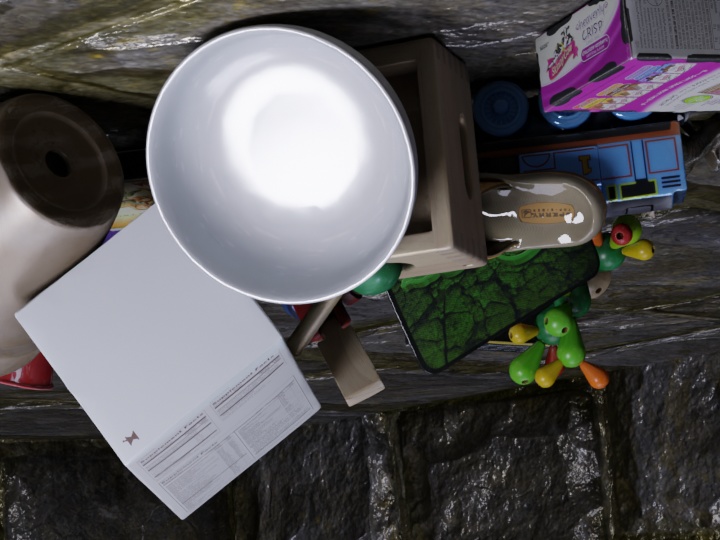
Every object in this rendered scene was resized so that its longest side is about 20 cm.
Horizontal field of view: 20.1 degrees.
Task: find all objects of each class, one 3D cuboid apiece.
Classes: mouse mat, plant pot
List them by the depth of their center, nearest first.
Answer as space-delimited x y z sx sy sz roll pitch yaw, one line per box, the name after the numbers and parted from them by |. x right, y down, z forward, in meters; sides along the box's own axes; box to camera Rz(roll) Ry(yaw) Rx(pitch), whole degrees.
-0.274 -0.041 1.562 0.199 0.202 0.173 4 151 -44 | plant pot
0.099 -0.027 1.688 0.199 0.162 0.008 -30 -168 -25 | mouse mat

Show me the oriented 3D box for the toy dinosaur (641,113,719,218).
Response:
0.232 -0.103 1.743 0.198 0.078 0.102 5 -151 24 | toy dinosaur

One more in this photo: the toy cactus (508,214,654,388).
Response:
0.209 0.019 1.859 0.102 0.201 0.165 25 -152 7 | toy cactus

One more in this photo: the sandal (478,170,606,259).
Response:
0.092 -0.036 1.593 0.198 0.081 0.054 -4 -154 15 | sandal

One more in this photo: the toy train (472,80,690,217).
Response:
0.169 -0.097 1.635 0.198 0.116 0.087 -7 170 5 | toy train

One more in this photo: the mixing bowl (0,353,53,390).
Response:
-0.385 0.037 2.024 0.198 0.109 0.200 19 -178 -1 | mixing bowl

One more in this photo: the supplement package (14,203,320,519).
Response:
-0.144 0.071 1.581 0.150 0.152 0.200 -38 161 -5 | supplement package

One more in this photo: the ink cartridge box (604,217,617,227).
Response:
0.117 -0.074 1.834 0.145 0.086 0.199 -14 166 40 | ink cartridge box

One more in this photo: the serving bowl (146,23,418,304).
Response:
-0.049 -0.081 1.444 0.198 0.202 0.066 -9 -164 19 | serving bowl

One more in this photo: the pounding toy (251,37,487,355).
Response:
-0.002 -0.050 1.552 0.182 0.202 0.142 -8 171 17 | pounding toy

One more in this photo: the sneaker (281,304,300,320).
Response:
-0.049 -0.020 1.871 0.081 0.075 0.200 8 -149 12 | sneaker

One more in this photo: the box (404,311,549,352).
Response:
0.117 -0.003 2.021 0.049 0.161 0.199 -15 166 40 | box

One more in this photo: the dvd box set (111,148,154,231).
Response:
-0.168 -0.075 1.823 0.145 0.030 0.200 -6 170 -2 | dvd box set

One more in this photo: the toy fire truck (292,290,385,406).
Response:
0.000 0.000 1.707 0.175 0.201 0.129 -30 172 16 | toy fire truck

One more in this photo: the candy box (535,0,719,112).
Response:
0.245 -0.160 1.472 0.198 0.062 0.136 -1 169 -23 | candy box

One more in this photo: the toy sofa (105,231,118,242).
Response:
-0.227 -0.020 1.954 0.198 0.084 0.098 -6 166 3 | toy sofa
